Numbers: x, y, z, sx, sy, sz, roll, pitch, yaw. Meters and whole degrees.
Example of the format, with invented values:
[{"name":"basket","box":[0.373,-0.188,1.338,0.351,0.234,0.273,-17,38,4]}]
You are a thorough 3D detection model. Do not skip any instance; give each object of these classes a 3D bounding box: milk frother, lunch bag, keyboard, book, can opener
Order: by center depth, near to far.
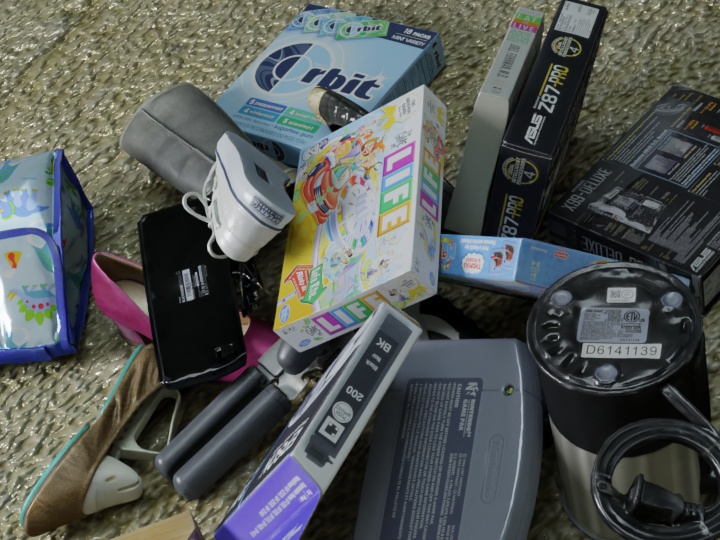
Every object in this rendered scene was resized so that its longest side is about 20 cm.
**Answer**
[{"name":"milk frother","box":[0.193,0.134,0.994,0.180,0.188,0.200,15,53,29]},{"name":"can opener","box":[-0.088,0.095,1.181,0.200,0.067,0.053,-44,54,-11]},{"name":"keyboard","box":[-0.130,0.019,1.247,0.104,0.040,0.200,-16,50,2]},{"name":"book","box":[0.119,-0.136,1.282,0.048,0.134,0.200,16,34,7]},{"name":"lunch bag","box":[-0.343,0.001,1.347,0.170,0.127,0.200,-9,57,6]}]

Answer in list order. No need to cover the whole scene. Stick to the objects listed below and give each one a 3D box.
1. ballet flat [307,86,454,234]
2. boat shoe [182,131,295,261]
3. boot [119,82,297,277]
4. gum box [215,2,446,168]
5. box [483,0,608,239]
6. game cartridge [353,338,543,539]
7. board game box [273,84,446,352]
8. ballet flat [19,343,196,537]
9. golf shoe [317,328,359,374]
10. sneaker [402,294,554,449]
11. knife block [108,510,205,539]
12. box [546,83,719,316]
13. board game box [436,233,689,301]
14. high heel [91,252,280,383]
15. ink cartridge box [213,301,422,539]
[{"name":"ballet flat","box":[0.015,-0.104,1.343,0.057,0.066,0.200,-49,65,5]},{"name":"boat shoe","box":[-0.105,-0.052,1.221,0.086,0.075,0.202,-50,21,10]},{"name":"boot","box":[-0.166,-0.082,1.381,0.182,0.073,0.200,-40,61,-23]},{"name":"gum box","box":[-0.037,-0.183,1.482,0.170,0.045,0.200,19,54,32]},{"name":"box","box":[0.159,-0.115,1.269,0.049,0.161,0.200,16,52,10]},{"name":"game cartridge","box":[0.066,0.148,1.066,0.133,0.041,0.200,-5,65,38]},{"name":"board game box","box":[0.002,-0.043,1.158,0.134,0.034,0.200,-25,41,30]},{"name":"ballet flat","box":[-0.198,0.147,1.202,0.072,0.068,0.200,24,51,12]},{"name":"golf shoe","box":[0.000,0.000,1.271,0.078,0.094,0.200,-5,70,29]},{"name":"sneaker","box":[0.104,0.071,1.175,0.112,0.073,0.200,-18,52,-5]},{"name":"knife block","box":[-0.229,0.255,1.092,0.175,0.064,0.200,14,52,27]},{"name":"box","box":[0.284,-0.067,1.263,0.158,0.050,0.200,26,58,36]},{"name":"board game box","box":[0.131,0.002,1.127,0.200,0.151,0.037,4,82,64]},{"name":"high heel","box":[-0.144,0.036,1.260,0.200,0.096,0.067,16,53,30]},{"name":"ink cartridge box","box":[-0.045,0.142,1.065,0.043,0.198,0.200,34,56,-3]}]
